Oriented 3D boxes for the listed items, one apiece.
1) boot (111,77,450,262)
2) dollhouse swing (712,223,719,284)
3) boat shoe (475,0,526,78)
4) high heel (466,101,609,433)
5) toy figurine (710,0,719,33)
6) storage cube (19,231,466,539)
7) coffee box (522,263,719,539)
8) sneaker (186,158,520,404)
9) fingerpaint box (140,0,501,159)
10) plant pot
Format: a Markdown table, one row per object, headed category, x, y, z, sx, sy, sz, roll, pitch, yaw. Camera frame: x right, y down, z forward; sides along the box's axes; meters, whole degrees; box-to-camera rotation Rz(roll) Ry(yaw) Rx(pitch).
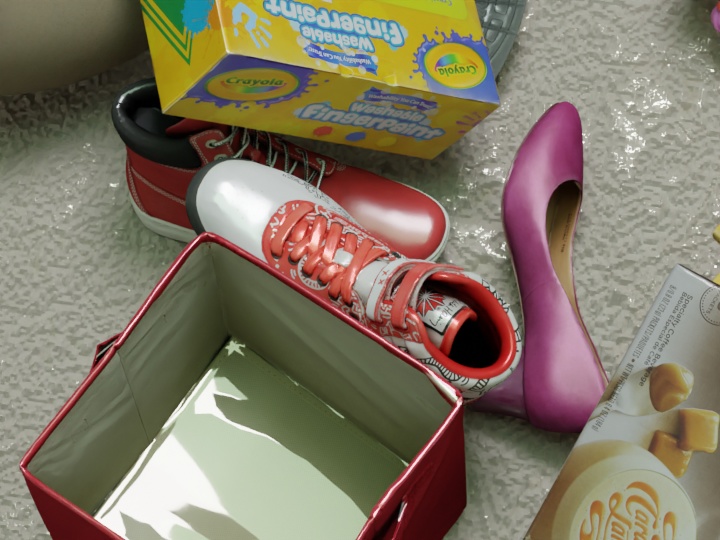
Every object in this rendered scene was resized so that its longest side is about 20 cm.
| category | x | y | z | sx | sy | sz | roll | pitch | yaw |
| --- | --- | --- | --- | --- | --- | --- | --- | --- | --- |
| boot | -0.046 | -0.056 | 1.546 | 0.199 | 0.144 | 0.073 | 12 | 67 | 7 |
| dollhouse swing | 0.295 | 0.050 | 1.544 | 0.200 | 0.176 | 0.182 | 43 | 33 | 19 |
| boat shoe | 0.062 | -0.197 | 1.656 | 0.074 | 0.065 | 0.202 | 4 | 71 | -10 |
| high heel | 0.128 | -0.002 | 1.548 | 0.096 | 0.067 | 0.201 | 7 | 79 | 29 |
| toy figurine | 0.278 | -0.182 | 1.582 | 0.184 | 0.200 | 0.150 | 9 | 26 | 12 |
| storage cube | -0.059 | 0.118 | 1.449 | 0.200 | 0.180 | 0.171 | 31 | 71 | 16 |
| coffee box | 0.181 | 0.112 | 1.454 | 0.114 | 0.080 | 0.200 | 30 | 92 | 21 |
| sneaker | 0.001 | 0.000 | 1.459 | 0.201 | 0.108 | 0.067 | 40 | 70 | -10 |
| fingerpaint box | -0.031 | -0.163 | 1.525 | 0.200 | 0.073 | 0.167 | 7 | 59 | -39 |
| plant pot | -0.183 | -0.195 | 1.598 | 0.134 | 0.200 | 0.201 | 11 | 64 | -22 |
